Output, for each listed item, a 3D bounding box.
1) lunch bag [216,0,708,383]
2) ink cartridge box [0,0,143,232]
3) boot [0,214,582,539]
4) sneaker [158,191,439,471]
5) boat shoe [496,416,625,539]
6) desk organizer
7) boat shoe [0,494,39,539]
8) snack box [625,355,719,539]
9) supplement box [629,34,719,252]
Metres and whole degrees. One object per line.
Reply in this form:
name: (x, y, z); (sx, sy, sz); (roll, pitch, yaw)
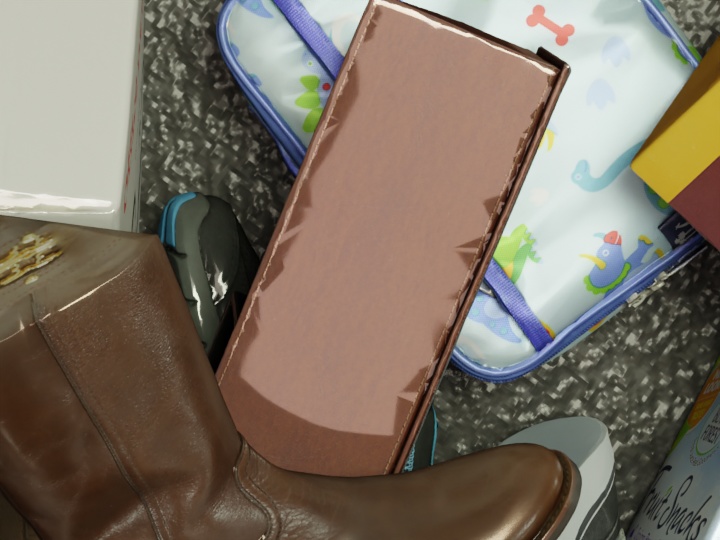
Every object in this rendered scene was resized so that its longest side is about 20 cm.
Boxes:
lunch bag: (0.047, -0.066, 1.082); (0.160, 0.082, 0.200); (-36, 91, 1)
ink cartridge box: (-0.122, -0.028, 0.990); (0.084, 0.200, 0.147); (3, 58, -4)
boot: (-0.038, 0.047, 0.908); (0.186, 0.064, 0.201); (-29, 121, -4)
sneaker: (-0.017, 0.053, 1.088); (0.082, 0.073, 0.201); (-27, 102, -7)
boat shoe: (0.054, 0.124, 1.026); (0.073, 0.199, 0.068); (-13, 105, 22)
desk organizer: (0.000, 0.000, 1.004); (0.077, 0.072, 0.201); (22, 97, -7)
boat shoe: (-0.137, 0.128, 1.039); (0.072, 0.076, 0.201); (44, 132, 21)
snack box: (0.127, 0.132, 1.056); (0.053, 0.142, 0.201); (28, 89, -4)
supplement box: (0.242, -0.053, 1.018); (0.200, 0.197, 0.133); (43, 129, -3)
